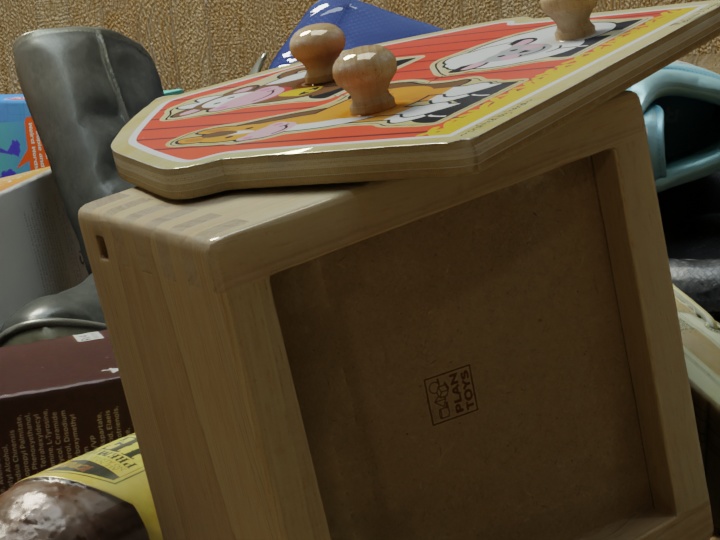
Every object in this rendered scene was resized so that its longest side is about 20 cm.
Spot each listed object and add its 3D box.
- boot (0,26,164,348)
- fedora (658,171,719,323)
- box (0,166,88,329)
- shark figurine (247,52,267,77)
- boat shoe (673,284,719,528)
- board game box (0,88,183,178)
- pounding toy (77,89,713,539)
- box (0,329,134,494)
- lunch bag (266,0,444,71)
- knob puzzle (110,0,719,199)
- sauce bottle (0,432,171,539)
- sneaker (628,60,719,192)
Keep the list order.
[{"bbox_3d":[-0.138,-0.035,0.865,0.072,0.201,0.182,-22,-16,24],"label":"boot"},{"bbox_3d":[0.180,0.010,0.813,0.199,0.092,0.201,-7,18,2],"label":"fedora"},{"bbox_3d":[-0.238,0.023,0.879,0.151,0.107,0.200,-10,10,9],"label":"box"},{"bbox_3d":[-0.021,-0.008,0.817,0.128,0.214,0.090,-11,49,40],"label":"shark figurine"},{"bbox_3d":[0.121,0.032,0.668,0.063,0.074,0.201,-27,36,-18],"label":"boat shoe"},{"bbox_3d":[-0.187,-0.036,1.081,0.199,0.153,0.045,3,14,39],"label":"board game box"},{"bbox_3d":[0.024,0.039,0.587,0.199,0.185,0.142,-21,18,-28],"label":"pounding toy"},{"bbox_3d":[-0.120,0.070,0.720,0.199,0.075,0.100,-11,12,-17],"label":"box"},{"bbox_3d":[0.015,-0.048,0.918,0.199,0.136,0.133,17,38,3],"label":"lunch bag"},{"bbox_3d":[0.000,-0.068,0.577,0.218,0.031,0.220,-12,16,3],"label":"knob puzzle"},{"bbox_3d":[-0.088,0.094,0.595,0.064,0.065,0.200,2,13,35],"label":"sauce bottle"},{"bbox_3d":[0.102,-0.066,0.802,0.199,0.074,0.082,-15,16,-22],"label":"sneaker"}]
